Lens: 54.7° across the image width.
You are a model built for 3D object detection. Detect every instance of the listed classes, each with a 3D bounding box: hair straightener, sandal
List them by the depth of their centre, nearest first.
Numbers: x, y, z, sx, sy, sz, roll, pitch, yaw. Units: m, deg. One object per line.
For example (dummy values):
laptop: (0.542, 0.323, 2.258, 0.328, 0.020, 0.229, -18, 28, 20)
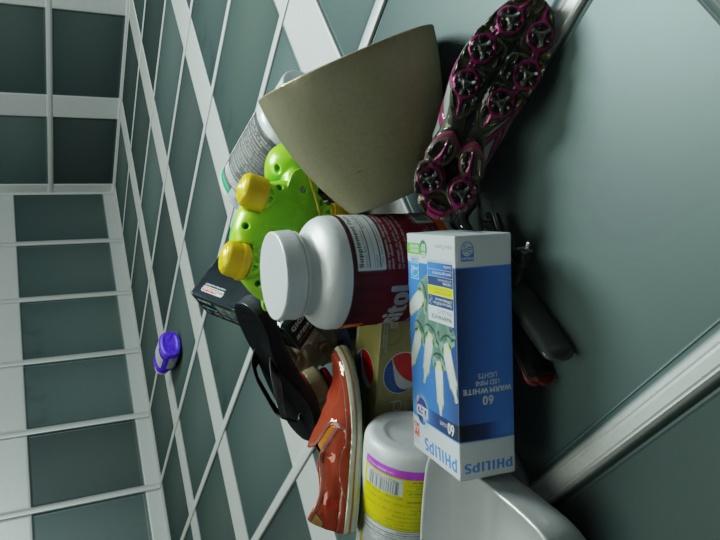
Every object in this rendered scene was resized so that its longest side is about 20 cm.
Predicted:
hair straightener: (0.139, -0.003, 0.629, 0.078, 0.040, 0.204, 117, 145, -46)
sandal: (-0.107, 0.126, 0.841, 0.075, 0.043, 0.204, 2, 123, 48)

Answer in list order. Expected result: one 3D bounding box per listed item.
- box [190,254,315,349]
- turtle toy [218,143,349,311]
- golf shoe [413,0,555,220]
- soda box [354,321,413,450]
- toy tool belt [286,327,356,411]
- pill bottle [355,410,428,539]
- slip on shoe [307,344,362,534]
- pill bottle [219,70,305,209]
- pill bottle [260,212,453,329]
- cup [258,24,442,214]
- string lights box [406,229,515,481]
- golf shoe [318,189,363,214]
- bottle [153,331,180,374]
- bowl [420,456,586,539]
box: (-0.110, 0.003, 0.914, 0.197, 0.161, 0.046, 15, 150, 41)
turtle toy: (-0.088, -0.053, 0.801, 0.100, 0.142, 0.206, -9, 66, 63)
golf shoe: (0.106, -0.148, 0.627, 0.203, 0.071, 0.092, -62, 0, 21)
soda box: (0.031, 0.141, 0.823, 0.064, 0.066, 0.206, 30, 120, 59)
toy tool belt: (-0.056, 0.081, 0.943, 0.201, 0.121, 0.127, 51, 163, 43)
pill bottle: (0.047, 0.269, 0.767, 0.104, 0.101, 0.206, 33, 123, 58)
slip on shoe: (-0.029, 0.184, 0.776, 0.074, 0.059, 0.206, 104, 168, -74)
pill bottle: (-0.118, -0.179, 1.012, 0.201, 0.111, 0.115, -49, 50, 38)
pill bottle: (0.000, 0.000, 0.723, 0.112, 0.195, 0.117, 15, 107, 62)
cup: (0.009, -0.147, 0.731, 0.199, 0.197, 0.147, -1, 114, 63)
string lights box: (0.089, 0.069, 0.626, 0.102, 0.057, 0.207, -169, 76, -71)
golf shoe: (-0.036, -0.111, 0.905, 0.078, 0.092, 0.204, 58, 144, 41)
bottle: (-0.596, 0.261, 2.133, 0.201, 0.064, 0.086, -54, 46, 53)
bowl: (0.131, 0.279, 0.629, 0.199, 0.073, 0.206, 21, 112, 61)
